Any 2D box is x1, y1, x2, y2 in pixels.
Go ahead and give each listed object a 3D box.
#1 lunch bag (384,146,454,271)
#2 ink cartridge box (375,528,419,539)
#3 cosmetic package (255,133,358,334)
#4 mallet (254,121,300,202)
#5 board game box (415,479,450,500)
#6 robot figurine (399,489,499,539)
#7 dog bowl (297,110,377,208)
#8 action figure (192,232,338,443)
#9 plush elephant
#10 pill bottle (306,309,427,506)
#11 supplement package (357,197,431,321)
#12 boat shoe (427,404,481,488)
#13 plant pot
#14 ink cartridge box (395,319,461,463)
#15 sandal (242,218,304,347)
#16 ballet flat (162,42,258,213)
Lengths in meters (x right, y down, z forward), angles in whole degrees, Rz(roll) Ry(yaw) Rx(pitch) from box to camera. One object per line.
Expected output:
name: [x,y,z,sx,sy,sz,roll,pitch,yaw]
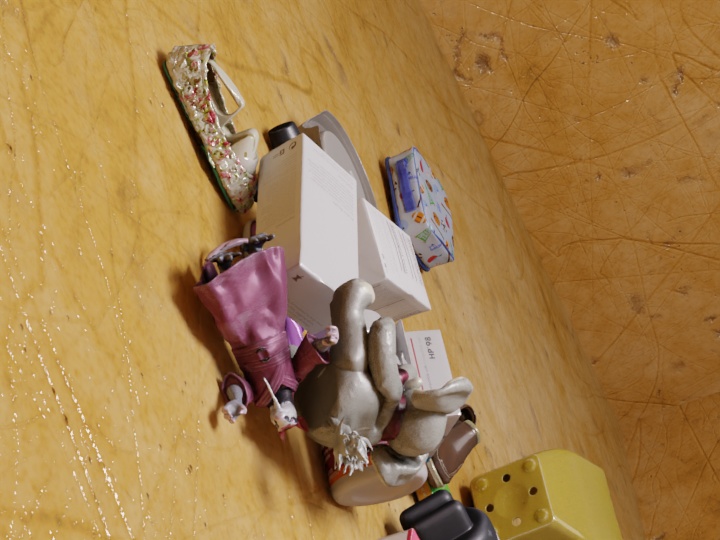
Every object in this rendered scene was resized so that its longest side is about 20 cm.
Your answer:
lunch bag: [0.100,-0.111,2.261,0.160,0.075,0.201,46,28,-52]
ink cartridge box: [0.055,0.398,1.351,0.145,0.084,0.201,-74,140,-66]
cosmetic package: [-0.058,-0.041,1.417,0.102,0.074,0.201,39,36,-35]
mallet: [-0.102,-0.119,1.620,0.200,0.041,0.066,-76,144,-59]
board game box: [0.104,0.312,1.749,0.201,0.030,0.096,66,14,14]
robot figurine: [0.122,0.365,1.560,0.201,0.124,0.150,65,28,-14]
dog bowl: [-0.038,-0.119,1.795,0.200,0.058,0.201,-21,90,-76]
action figure: [-0.105,0.074,1.265,0.149,0.134,0.201,5,-67,64]
plush elephant: [0.023,0.131,1.319,0.154,0.165,0.200,17,37,-33]
pill bottle: [0.002,0.152,1.453,0.110,0.109,0.201,43,29,-60]
supplement package: [0.000,0.000,1.656,0.200,0.113,0.110,35,37,-67]
boat shoe: [0.124,0.227,1.763,0.075,0.075,0.202,62,14,-11]
plant pot: [0.267,0.381,1.965,0.200,0.194,0.196,42,29,-48]
ink cartridge box: [0.062,0.150,1.553,0.200,0.066,0.116,115,-33,-56]
sandal: [-0.079,0.034,1.447,0.082,0.050,0.203,26,45,-70]
ballet flat: [-0.151,-0.159,1.431,0.076,0.064,0.201,-74,141,-68]
